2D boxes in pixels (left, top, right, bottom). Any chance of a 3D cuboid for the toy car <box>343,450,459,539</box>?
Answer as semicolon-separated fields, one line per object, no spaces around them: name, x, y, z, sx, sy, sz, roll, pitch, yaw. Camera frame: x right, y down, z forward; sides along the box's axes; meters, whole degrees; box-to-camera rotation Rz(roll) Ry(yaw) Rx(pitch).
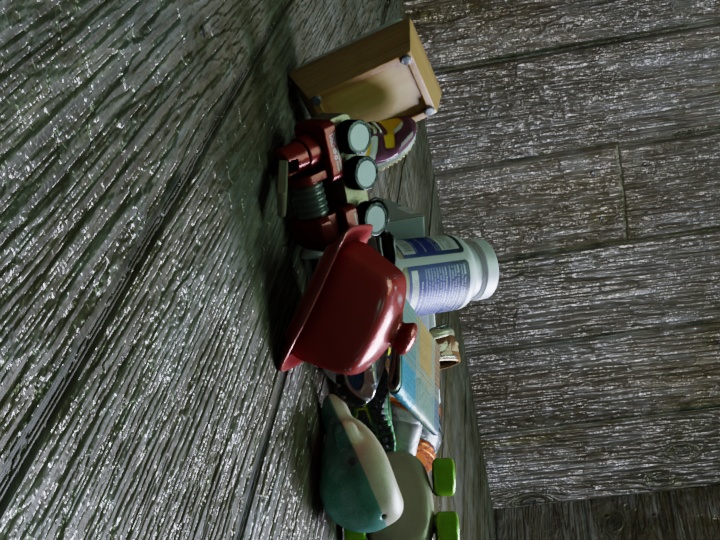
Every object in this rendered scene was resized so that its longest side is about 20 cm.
toy car;0.056;0.375;1.727;0.201;0.161;0.160;90;-1;-55

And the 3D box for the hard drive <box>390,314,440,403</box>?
hard drive;0.066;0.137;1.991;0.026;0.129;0.203;79;8;-56

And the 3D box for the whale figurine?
whale figurine;-0.019;0.262;1.573;0.201;0.102;0.160;58;-9;44

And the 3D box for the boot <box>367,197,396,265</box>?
boot;0.000;0.000;1.689;0.067;0.129;0.204;-16;99;-41

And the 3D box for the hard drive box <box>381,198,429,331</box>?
hard drive box;0.043;0.000;1.892;0.156;0.075;0.204;-148;-129;-63

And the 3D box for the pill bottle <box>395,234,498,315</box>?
pill bottle;0.105;0.007;1.766;0.115;0.197;0.118;17;-69;57

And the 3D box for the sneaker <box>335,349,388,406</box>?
sneaker;0.009;0.080;1.631;0.086;0.074;0.204;-27;126;-66

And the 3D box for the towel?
towel;0.080;0.141;1.699;0.200;0.021;0.149;53;37;-58

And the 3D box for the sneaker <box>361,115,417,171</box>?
sneaker;-0.005;-0.187;1.683;0.075;0.198;0.091;37;-27;48

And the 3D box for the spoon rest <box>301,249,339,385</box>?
spoon rest;-0.037;0.066;1.659;0.099;0.059;0.204;-64;145;-73

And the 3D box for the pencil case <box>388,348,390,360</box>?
pencil case;-0.002;0.050;1.811;0.088;0.087;0.204;-21;101;-80

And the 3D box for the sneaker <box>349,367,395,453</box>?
sneaker;0.018;0.208;1.751;0.085;0.076;0.204;-80;173;-69

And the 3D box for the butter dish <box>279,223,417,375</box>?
butter dish;0.004;0.057;1.484;0.202;0.146;0.200;-63;173;7

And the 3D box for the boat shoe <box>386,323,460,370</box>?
boat shoe;0.082;0.150;1.905;0.075;0.197;0.076;63;-27;15

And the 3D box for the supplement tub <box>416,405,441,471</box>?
supplement tub;0.078;0.245;2.013;0.123;0.120;0.202;71;14;-48

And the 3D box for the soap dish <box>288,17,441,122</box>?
soap dish;0.013;-0.268;1.740;0.158;0.197;0.082;59;11;-47

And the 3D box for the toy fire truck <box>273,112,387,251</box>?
toy fire truck;-0.063;-0.098;1.543;0.198;0.127;0.179;-28;115;-38

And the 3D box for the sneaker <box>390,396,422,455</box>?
sneaker;0.038;0.245;1.832;0.200;0.074;0.094;-177;-83;-72
